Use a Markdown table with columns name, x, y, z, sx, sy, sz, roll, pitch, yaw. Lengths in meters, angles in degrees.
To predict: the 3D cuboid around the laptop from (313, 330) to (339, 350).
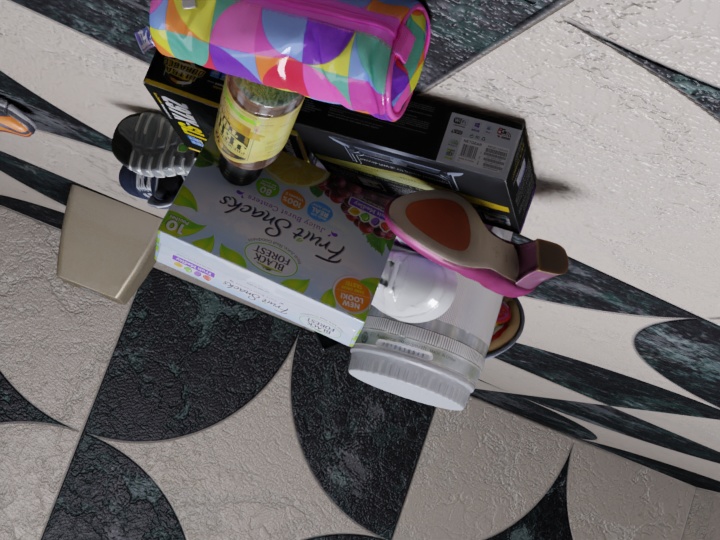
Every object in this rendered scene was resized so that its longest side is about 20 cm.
| name | x | y | z | sx | sy | sz | roll | pitch | yaw |
| --- | --- | --- | --- | --- | --- | --- | --- | --- | --- |
| laptop | -0.059 | 0.000 | 1.323 | 0.198 | 0.105 | 0.176 | 18 | -155 | 37 |

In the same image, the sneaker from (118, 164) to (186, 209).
| name | x | y | z | sx | sy | sz | roll | pitch | yaw |
| --- | --- | --- | --- | --- | --- | --- | --- | --- | --- |
| sneaker | -0.267 | -0.120 | 1.362 | 0.198 | 0.071 | 0.108 | 7 | -169 | 32 |

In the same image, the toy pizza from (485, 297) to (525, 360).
| name | x | y | z | sx | sy | sz | roll | pitch | yaw |
| --- | --- | --- | --- | --- | --- | --- | --- | --- | --- |
| toy pizza | 0.118 | 0.048 | 1.373 | 0.198 | 0.200 | 0.032 | 17 | 129 | 20 |

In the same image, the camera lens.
| name | x | y | z | sx | sy | sz | roll | pitch | yaw |
| --- | --- | --- | --- | --- | --- | --- | --- | --- | --- |
| camera lens | 0.082 | 0.046 | 1.232 | 0.158 | 0.203 | 0.160 | 18 | 168 | 4 |

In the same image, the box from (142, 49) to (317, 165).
| name | x | y | z | sx | sy | sz | roll | pitch | yaw |
| --- | --- | --- | --- | --- | --- | --- | --- | --- | --- |
| box | -0.117 | -0.149 | 1.050 | 0.158 | 0.050 | 0.200 | 21 | 171 | 6 |

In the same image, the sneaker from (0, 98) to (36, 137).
| name | x | y | z | sx | sy | sz | roll | pitch | yaw |
| --- | --- | --- | --- | --- | --- | --- | --- | --- | --- |
| sneaker | -0.570 | -0.206 | 1.487 | 0.198 | 0.113 | 0.078 | 22 | 171 | -7 |

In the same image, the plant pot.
| name | x | y | z | sx | sy | sz | roll | pitch | yaw |
| --- | --- | --- | --- | --- | --- | --- | --- | --- | --- |
| plant pot | -0.512 | -0.039 | 2.115 | 0.197 | 0.179 | 0.200 | 21 | 170 | -5 |

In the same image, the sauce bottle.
| name | x | y | z | sx | sy | sz | roll | pitch | yaw |
| --- | --- | --- | --- | --- | --- | --- | --- | --- | --- |
| sauce bottle | -0.087 | -0.121 | 0.858 | 0.064 | 0.065 | 0.200 | 21 | 159 | -6 |

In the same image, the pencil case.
| name | x | y | z | sx | sy | sz | roll | pitch | yaw |
| --- | --- | --- | --- | --- | --- | --- | --- | --- | --- |
| pencil case | -0.053 | -0.165 | 0.715 | 0.197 | 0.090 | 0.088 | 17 | 170 | 12 |

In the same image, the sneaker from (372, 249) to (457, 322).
| name | x | y | z | sx | sy | sz | roll | pitch | yaw |
| --- | --- | --- | --- | --- | --- | --- | --- | --- | --- |
| sneaker | 0.000 | 0.000 | 1.093 | 0.115 | 0.075 | 0.199 | 21 | 174 | -40 |

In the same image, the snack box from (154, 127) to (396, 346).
| name | x | y | z | sx | sy | sz | roll | pitch | yaw |
| --- | --- | --- | --- | --- | --- | --- | --- | --- | --- |
| snack box | -0.071 | -0.035 | 0.963 | 0.198 | 0.143 | 0.053 | 23 | 145 | -2 |

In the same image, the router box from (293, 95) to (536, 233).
| name | x | y | z | sx | sy | sz | roll | pitch | yaw |
| --- | --- | --- | --- | --- | --- | --- | --- | --- | --- |
| router box | 0.052 | -0.103 | 0.928 | 0.197 | 0.053 | 0.157 | 18 | 171 | 16 |

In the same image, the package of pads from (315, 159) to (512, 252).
| name | x | y | z | sx | sy | sz | roll | pitch | yaw |
| --- | --- | --- | --- | --- | --- | --- | --- | --- | --- |
| package of pads | 0.055 | -0.065 | 1.069 | 0.197 | 0.077 | 0.121 | 17 | 168 | 19 |

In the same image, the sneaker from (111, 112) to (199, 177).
| name | x | y | z | sx | sy | sz | roll | pitch | yaw |
| --- | --- | --- | --- | --- | --- | --- | --- | --- | --- |
| sneaker | -0.199 | -0.129 | 1.258 | 0.198 | 0.076 | 0.115 | 14 | 171 | 29 |

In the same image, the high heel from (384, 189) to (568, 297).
| name | x | y | z | sx | sy | sz | roll | pitch | yaw |
| --- | --- | --- | --- | --- | --- | --- | --- | --- | --- |
| high heel | 0.087 | -0.015 | 0.942 | 0.198 | 0.068 | 0.096 | 20 | 155 | -28 |
